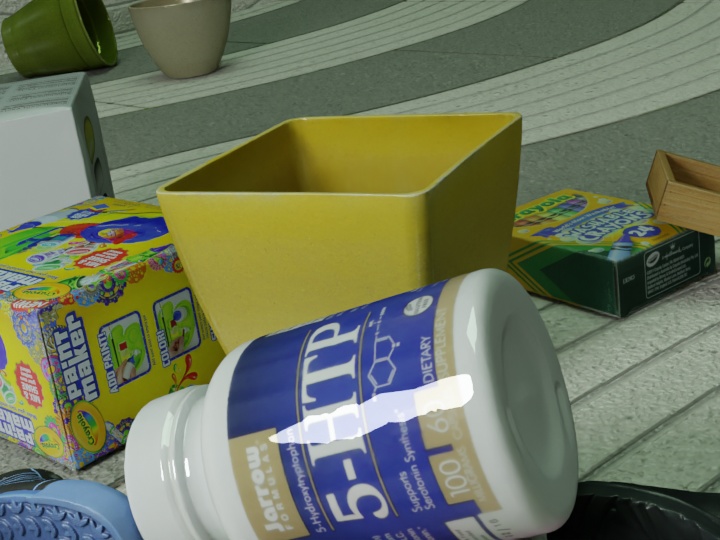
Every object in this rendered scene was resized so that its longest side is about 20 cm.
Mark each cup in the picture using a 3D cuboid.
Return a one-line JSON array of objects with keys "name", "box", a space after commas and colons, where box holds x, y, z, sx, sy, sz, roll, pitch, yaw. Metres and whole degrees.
[{"name": "cup", "box": [-0.335, -0.449, 2.320, 0.197, 0.146, 0.201, -7, 20, 2]}]

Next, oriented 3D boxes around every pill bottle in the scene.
[{"name": "pill bottle", "box": [-0.008, 0.082, 0.578, 0.198, 0.121, 0.120, -18, 14, 24]}]

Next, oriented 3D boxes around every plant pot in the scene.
[{"name": "plant pot", "box": [-0.639, -0.495, 2.542, 0.190, 0.203, 0.201, -18, 18, 9]}, {"name": "plant pot", "box": [0.000, 0.000, 0.864, 0.197, 0.179, 0.200, 3, 22, 26]}]

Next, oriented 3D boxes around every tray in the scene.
[{"name": "tray", "box": [0.333, -0.043, 0.972, 0.197, 0.038, 0.099, 16, 21, 2]}]

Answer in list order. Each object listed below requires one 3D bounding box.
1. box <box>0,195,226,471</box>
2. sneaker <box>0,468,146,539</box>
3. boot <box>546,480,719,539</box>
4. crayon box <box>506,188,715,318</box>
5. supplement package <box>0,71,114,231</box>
[{"name": "box", "box": [-0.208, 0.037, 0.928, 0.198, 0.124, 0.191, 10, 27, 42]}, {"name": "sneaker", "box": [-0.174, 0.136, 0.653, 0.198, 0.071, 0.078, -17, 15, 38]}, {"name": "boot", "box": [0.209, 0.118, 0.605, 0.196, 0.074, 0.162, 11, 28, 27]}, {"name": "crayon box", "box": [0.186, -0.022, 1.045, 0.125, 0.052, 0.199, -21, 23, -33]}, {"name": "supplement package", "box": [-0.321, -0.073, 1.174, 0.145, 0.194, 0.200, -10, 20, -5]}]
